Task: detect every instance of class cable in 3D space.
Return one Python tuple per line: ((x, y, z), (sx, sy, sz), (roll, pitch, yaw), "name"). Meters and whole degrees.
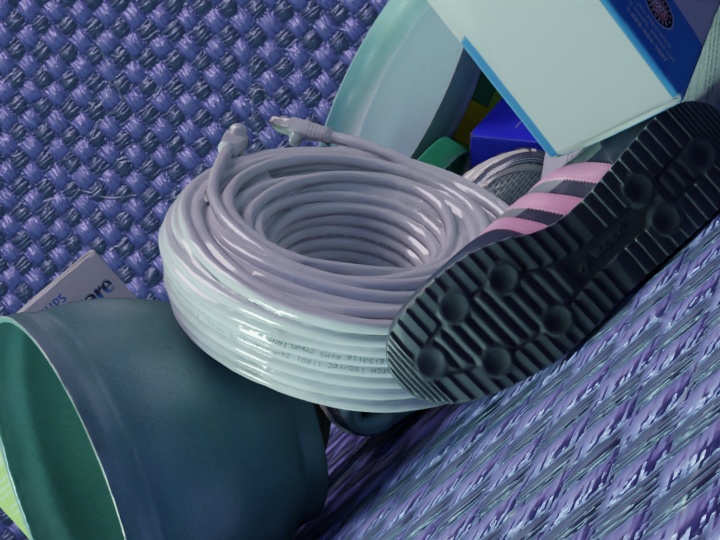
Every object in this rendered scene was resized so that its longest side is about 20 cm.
((-0.007, 0.000, 1.165), (0.200, 0.199, 0.070), (-50, -27, -57), "cable")

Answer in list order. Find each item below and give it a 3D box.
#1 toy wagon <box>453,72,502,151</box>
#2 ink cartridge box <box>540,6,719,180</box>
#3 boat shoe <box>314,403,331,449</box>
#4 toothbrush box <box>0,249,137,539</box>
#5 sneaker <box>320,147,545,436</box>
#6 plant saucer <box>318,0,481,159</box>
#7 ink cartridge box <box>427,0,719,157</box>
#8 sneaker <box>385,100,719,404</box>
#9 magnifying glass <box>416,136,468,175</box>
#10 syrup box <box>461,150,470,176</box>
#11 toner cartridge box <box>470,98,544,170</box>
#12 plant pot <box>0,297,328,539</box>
((0.090, -0.098, 1.526), (0.201, 0.154, 0.040), (-66, 22, 0), "toy wagon")
((0.175, -0.120, 1.201), (0.200, 0.043, 0.197), (-38, 29, 43), "ink cartridge box")
((-0.059, 0.056, 1.335), (0.060, 0.071, 0.203), (-12, 71, 60), "boat shoe")
((-0.154, 0.112, 1.382), (0.146, 0.200, 0.086), (-40, 4, 46), "toothbrush box")
((0.055, 0.019, 1.276), (0.200, 0.077, 0.086), (-52, 9, 3), "sneaker")
((0.029, -0.112, 1.426), (0.200, 0.027, 0.201), (-51, 25, 34), "plant saucer")
((0.109, -0.177, 1.095), (0.086, 0.147, 0.200), (-26, 24, 36), "ink cartridge box")
((0.093, -0.006, 1.075), (0.199, 0.070, 0.082), (-35, 8, -7), "sneaker")
((0.000, 0.000, 1.305), (0.200, 0.022, 0.080), (-49, -11, -23), "magnifying glass")
((0.049, -0.001, 1.416), (0.200, 0.081, 0.079), (-46, 3, -34), "syrup box")
((0.142, -0.095, 1.399), (0.200, 0.094, 0.043), (-48, -38, -58), "toner cartridge box")
((-0.100, 0.100, 1.197), (0.133, 0.202, 0.200), (-19, -6, -23), "plant pot")
